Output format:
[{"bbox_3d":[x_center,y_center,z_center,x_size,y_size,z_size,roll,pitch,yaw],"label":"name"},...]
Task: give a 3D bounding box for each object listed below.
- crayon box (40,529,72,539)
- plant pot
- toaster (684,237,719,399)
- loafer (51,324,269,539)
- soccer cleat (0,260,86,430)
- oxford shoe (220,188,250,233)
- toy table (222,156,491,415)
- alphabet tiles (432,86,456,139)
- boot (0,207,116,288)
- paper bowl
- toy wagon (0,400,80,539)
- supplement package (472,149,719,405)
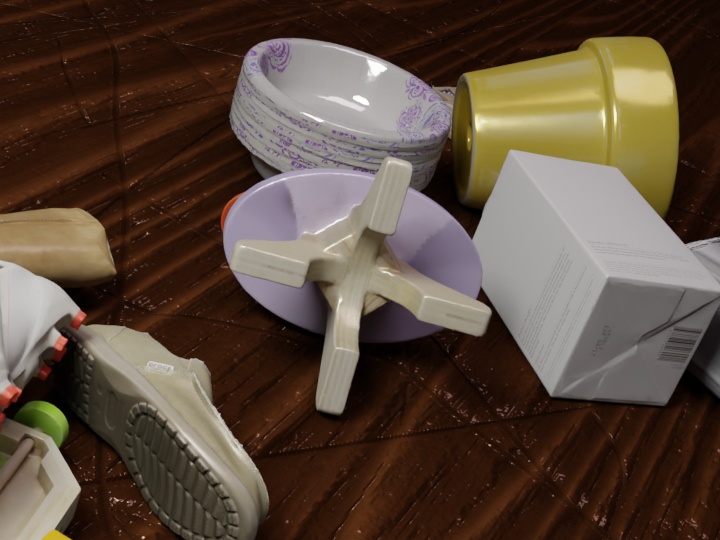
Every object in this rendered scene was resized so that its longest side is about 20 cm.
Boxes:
[{"bbox_3d":[-0.136,0.203,0.597,0.125,0.052,0.200,27,28,11],"label":"crayon box"},{"bbox_3d":[0.191,-0.128,1.255,0.188,0.202,0.201,0,31,-6],"label":"plant pot"},{"bbox_3d":[0.339,0.043,1.127,0.199,0.114,0.129,-8,35,-38],"label":"toaster"},{"bbox_3d":[-0.114,0.090,0.782,0.068,0.076,0.200,-16,45,-40],"label":"loafer"},{"bbox_3d":[-0.218,0.050,0.704,0.077,0.069,0.200,32,20,-5],"label":"soccer cleat"},{"bbox_3d":[-0.012,-0.026,1.059,0.199,0.071,0.073,23,23,4],"label":"oxford shoe"},{"bbox_3d":[0.000,0.000,0.926,0.199,0.185,0.117,3,15,-7],"label":"toy table"},{"bbox_3d":[0.157,-0.172,1.485,0.199,0.008,0.167,-7,39,-41],"label":"alphabet tiles"},{"bbox_3d":[-0.253,-0.003,0.841,0.199,0.066,0.175,-2,25,-37],"label":"boot"},{"bbox_3d":[-0.024,-0.128,1.187,0.200,0.105,0.201,16,29,-9],"label":"paper bowl"},{"bbox_3d":[-0.257,0.106,0.699,0.199,0.040,0.155,21,28,2],"label":"toy wagon"},{"bbox_3d":[0.191,0.003,1.084,0.119,0.122,0.200,6,32,-24],"label":"supplement package"}]
